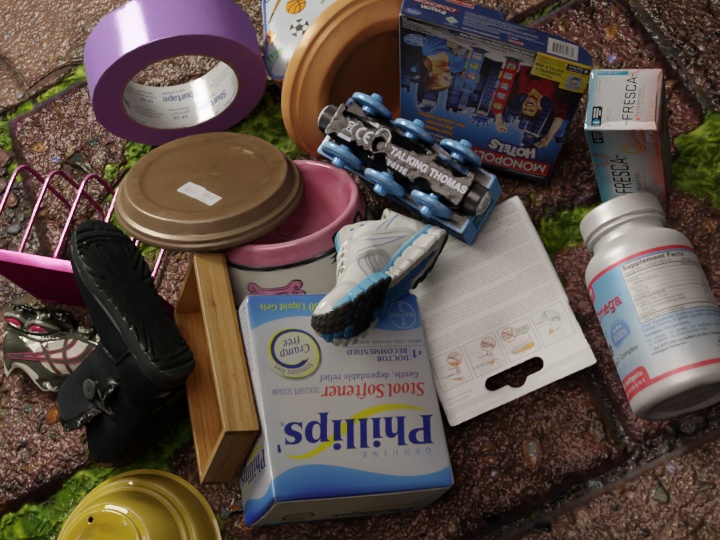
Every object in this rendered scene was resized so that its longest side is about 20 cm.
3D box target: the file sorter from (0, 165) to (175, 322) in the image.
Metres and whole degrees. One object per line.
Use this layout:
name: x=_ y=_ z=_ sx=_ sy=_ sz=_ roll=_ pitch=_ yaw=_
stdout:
file sorter: x=-0.296 y=-0.033 z=1.224 sx=0.199 sy=0.139 sz=0.126 roll=9 pitch=71 yaw=20

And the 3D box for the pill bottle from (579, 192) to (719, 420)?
pill bottle: x=0.280 y=0.032 z=1.039 sx=0.108 sy=0.109 sz=0.201 roll=-20 pitch=65 yaw=9

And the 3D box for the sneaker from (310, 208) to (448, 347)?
sneaker: x=0.000 y=0.000 z=1.039 sx=0.086 sy=0.075 sz=0.200 roll=33 pitch=39 yaw=15

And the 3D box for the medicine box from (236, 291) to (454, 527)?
medicine box: x=-0.026 y=0.132 z=1.050 sx=0.181 sy=0.103 sz=0.201 roll=0 pitch=63 yaw=-22

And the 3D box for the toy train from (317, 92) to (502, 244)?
toy train: x=0.047 y=-0.105 z=1.102 sx=0.199 sy=0.114 sz=0.087 roll=30 pitch=86 yaw=19

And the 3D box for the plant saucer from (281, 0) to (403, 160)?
plant saucer: x=0.006 y=-0.203 z=1.161 sx=0.200 sy=0.200 sz=0.037 roll=-47 pitch=54 yaw=-4

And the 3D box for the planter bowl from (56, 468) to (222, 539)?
planter bowl: x=-0.248 y=0.296 z=1.112 sx=0.199 sy=0.083 sz=0.202 roll=-6 pitch=68 yaw=15

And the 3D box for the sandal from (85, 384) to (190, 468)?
sandal: x=-0.217 y=0.137 z=1.179 sx=0.200 sy=0.082 sz=0.055 roll=-40 pitch=44 yaw=7

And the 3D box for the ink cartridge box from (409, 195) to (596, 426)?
ink cartridge box: x=0.129 y=0.043 z=1.116 sx=0.162 sy=0.057 sz=0.201 roll=-25 pitch=68 yaw=6

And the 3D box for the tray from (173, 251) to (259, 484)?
tray: x=-0.140 y=0.092 z=1.044 sx=0.037 sy=0.099 sz=0.201 roll=1 pitch=52 yaw=-24

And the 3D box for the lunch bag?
lunch bag: x=-0.016 y=-0.289 z=1.275 sx=0.199 sy=0.076 sz=0.161 roll=-10 pitch=65 yaw=14

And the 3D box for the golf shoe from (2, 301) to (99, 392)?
golf shoe: x=-0.317 y=0.099 z=1.227 sx=0.199 sy=0.077 sz=0.089 roll=15 pitch=95 yaw=24

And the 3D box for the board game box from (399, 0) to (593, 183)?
board game box: x=0.118 y=-0.172 z=1.146 sx=0.199 sy=0.201 sz=0.062 roll=16 pitch=44 yaw=-1

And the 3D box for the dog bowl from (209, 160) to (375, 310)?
dog bowl: x=-0.077 y=-0.043 z=1.146 sx=0.199 sy=0.074 sz=0.201 roll=-7 pitch=37 yaw=6

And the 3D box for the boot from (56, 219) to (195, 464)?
boot: x=-0.262 y=0.075 z=1.089 sx=0.168 sy=0.076 sz=0.201 roll=-45 pitch=70 yaw=33

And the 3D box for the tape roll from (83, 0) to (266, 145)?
tape roll: x=-0.210 y=-0.226 z=1.238 sx=0.199 sy=0.200 sz=0.066 roll=-21 pitch=65 yaw=8

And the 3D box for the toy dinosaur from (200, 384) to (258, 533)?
toy dinosaur: x=-0.092 y=0.165 z=1.127 sx=0.135 sy=0.102 sz=0.200 roll=27 pitch=57 yaw=10

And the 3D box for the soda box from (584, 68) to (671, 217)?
soda box: x=0.262 y=-0.118 z=1.051 sx=0.068 sy=0.200 sz=0.064 roll=3 pitch=70 yaw=19

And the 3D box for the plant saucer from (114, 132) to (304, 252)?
plant saucer: x=-0.157 y=-0.089 z=1.127 sx=0.199 sy=0.030 sz=0.201 roll=-2 pitch=38 yaw=2
